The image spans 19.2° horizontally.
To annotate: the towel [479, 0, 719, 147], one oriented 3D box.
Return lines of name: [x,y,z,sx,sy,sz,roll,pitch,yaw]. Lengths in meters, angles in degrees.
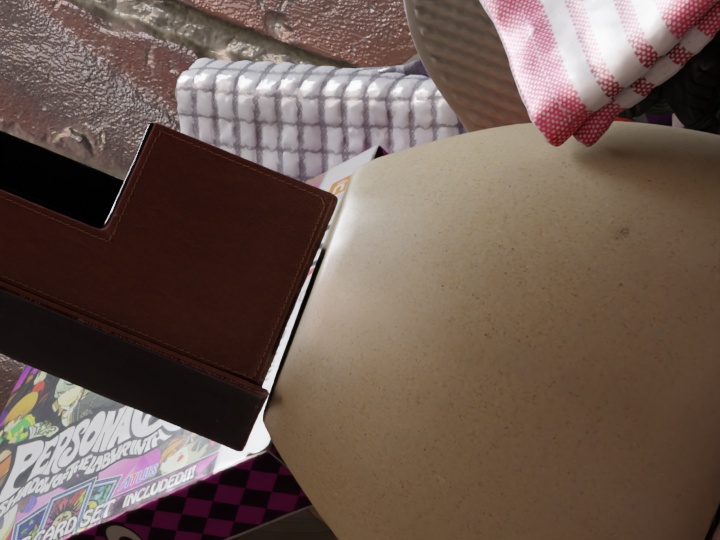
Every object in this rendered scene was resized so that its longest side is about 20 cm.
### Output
towel: [0.103,-0.152,0.669,0.200,0.030,0.146,-44,49,26]

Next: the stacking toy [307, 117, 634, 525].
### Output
stacking toy: [0.048,0.018,0.847,0.200,0.085,0.085,-54,9,27]

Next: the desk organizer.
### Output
desk organizer: [-0.115,-0.018,0.726,0.072,0.200,0.077,115,177,-68]

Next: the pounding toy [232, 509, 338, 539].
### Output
pounding toy: [-0.031,0.185,0.897,0.142,0.200,0.184,-74,-9,-66]

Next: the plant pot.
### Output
plant pot: [0.044,0.032,0.719,0.200,0.134,0.201,-160,90,-87]

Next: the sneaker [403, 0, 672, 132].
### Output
sneaker: [0.077,-0.102,0.885,0.201,0.073,0.114,68,-150,-29]

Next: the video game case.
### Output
video game case: [-0.077,0.051,0.862,0.200,0.036,0.181,-25,29,33]

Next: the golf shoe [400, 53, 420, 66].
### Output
golf shoe: [0.059,-0.098,1.149,0.200,0.078,0.095,-17,46,53]

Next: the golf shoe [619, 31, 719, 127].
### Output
golf shoe: [0.130,-0.154,0.766,0.095,0.078,0.200,-90,20,-64]

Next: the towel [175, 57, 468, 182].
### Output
towel: [0.000,0.000,0.974,0.086,0.165,0.200,-21,-70,-54]
